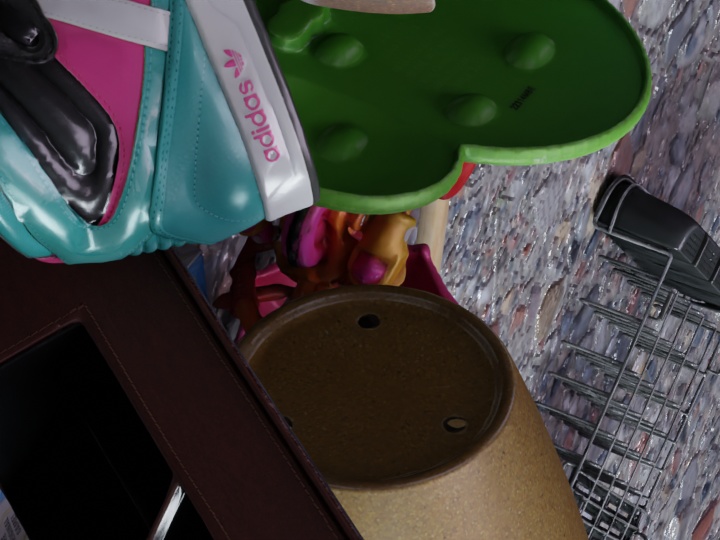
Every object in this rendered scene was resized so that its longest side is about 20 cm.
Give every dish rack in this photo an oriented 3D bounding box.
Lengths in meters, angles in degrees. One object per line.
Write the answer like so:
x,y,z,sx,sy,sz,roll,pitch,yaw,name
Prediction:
0.132,0.066,1.453,0.201,0.054,0.153,-66,155,-5,dish rack

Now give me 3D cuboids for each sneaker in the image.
-0.103,-0.087,0.784,0.084,0.120,0.201,-144,-150,-80,sneaker

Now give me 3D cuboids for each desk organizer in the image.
-0.064,0.054,0.817,0.077,0.200,0.072,-30,146,-8,desk organizer

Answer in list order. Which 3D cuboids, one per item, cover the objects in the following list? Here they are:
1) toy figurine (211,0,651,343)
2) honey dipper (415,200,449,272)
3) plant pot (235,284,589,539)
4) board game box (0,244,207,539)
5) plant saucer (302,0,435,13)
0.000,0.000,1.013,0.200,0.149,0.185,-48,158,-53,toy figurine
0.025,0.024,1.209,0.038,0.038,0.201,-26,128,-58,honey dipper
0.005,0.110,0.941,0.187,0.186,0.201,-49,151,-39,plant pot
-0.095,0.101,1.001,0.135,0.034,0.201,-51,150,-38,board game box
-0.044,-0.149,0.768,0.034,0.201,0.200,-30,150,-1,plant saucer
